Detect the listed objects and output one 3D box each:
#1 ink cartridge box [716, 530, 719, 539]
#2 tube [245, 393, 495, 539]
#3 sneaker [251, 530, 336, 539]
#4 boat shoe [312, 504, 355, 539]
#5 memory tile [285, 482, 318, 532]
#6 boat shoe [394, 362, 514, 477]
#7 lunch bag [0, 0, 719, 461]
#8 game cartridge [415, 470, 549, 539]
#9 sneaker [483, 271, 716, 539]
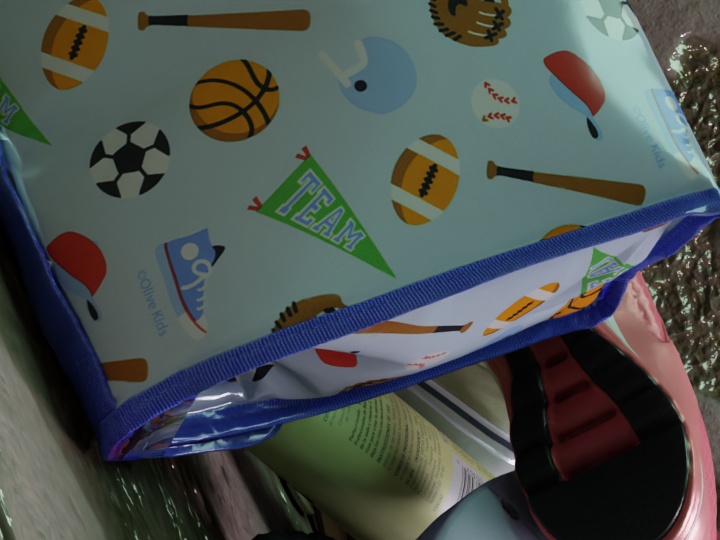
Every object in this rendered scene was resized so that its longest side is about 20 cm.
[{"bbox_3d":[0.101,0.174,0.986,0.200,0.144,0.085,-87,-173,-77],"label":"ink cartridge box"},{"bbox_3d":[-0.016,0.050,0.765,0.058,0.052,0.200,16,-21,50],"label":"tube"},{"bbox_3d":[0.026,0.170,0.755,0.200,0.091,0.076,42,0,-5],"label":"sneaker"},{"bbox_3d":[0.009,0.082,0.916,0.070,0.070,0.201,-107,-175,-62],"label":"boat shoe"},{"bbox_3d":[-0.021,0.088,1.099,0.200,0.017,0.154,-110,175,-58],"label":"memory tile"},{"bbox_3d":[0.000,0.000,0.825,0.200,0.062,0.072,39,14,-20],"label":"boat shoe"},{"bbox_3d":[-0.020,-0.045,0.683,0.171,0.199,0.124,65,-25,16],"label":"lunch bag"},{"bbox_3d":[0.059,0.139,0.684,0.133,0.040,0.200,49,21,-4],"label":"game cartridge"},{"bbox_3d":[0.076,0.030,0.787,0.087,0.073,0.201,47,23,-53],"label":"sneaker"}]
